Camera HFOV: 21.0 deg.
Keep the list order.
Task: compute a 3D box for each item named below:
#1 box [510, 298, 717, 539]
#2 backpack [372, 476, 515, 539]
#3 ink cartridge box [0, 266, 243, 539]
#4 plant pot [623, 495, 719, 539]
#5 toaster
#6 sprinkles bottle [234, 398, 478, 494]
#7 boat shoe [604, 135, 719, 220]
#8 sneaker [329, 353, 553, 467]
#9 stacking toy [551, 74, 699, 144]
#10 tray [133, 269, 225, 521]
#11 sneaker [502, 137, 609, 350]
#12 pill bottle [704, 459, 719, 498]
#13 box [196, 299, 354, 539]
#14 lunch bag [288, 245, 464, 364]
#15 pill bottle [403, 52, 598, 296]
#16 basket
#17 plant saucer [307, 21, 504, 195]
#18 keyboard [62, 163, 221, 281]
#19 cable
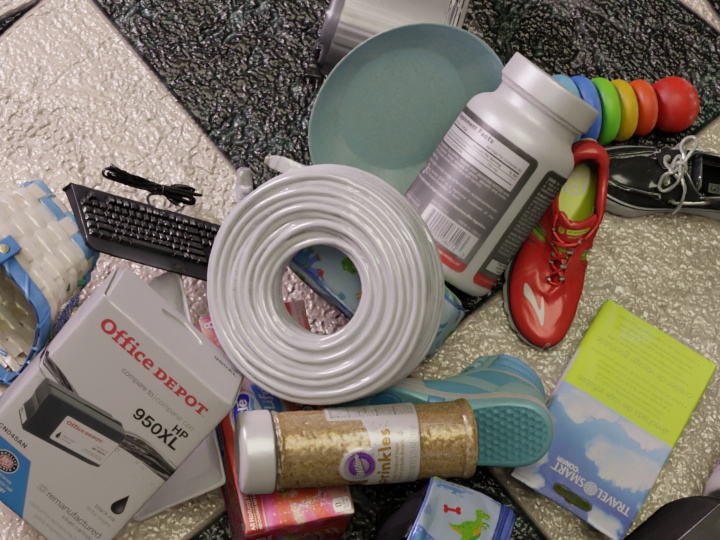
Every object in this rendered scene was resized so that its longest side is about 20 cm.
[{"bbox_3d":[0.227,0.140,1.765,0.121,0.048,0.201,31,67,5],"label":"box"},{"bbox_3d":[0.066,0.271,1.604,0.146,0.200,0.184,23,65,1],"label":"backpack"},{"bbox_3d":[-0.214,0.121,1.612,0.144,0.084,0.200,41,104,-9],"label":"ink cartridge box"},{"bbox_3d":[0.282,0.305,1.638,0.199,0.178,0.200,-35,77,-21],"label":"plant pot"},{"bbox_3d":[0.032,-0.249,1.859,0.128,0.114,0.202,18,66,-4],"label":"toaster"},{"bbox_3d":[-0.004,0.145,1.611,0.198,0.068,0.069,-3,68,-10],"label":"sprinkles bottle"},{"bbox_3d":[0.308,-0.087,1.859,0.197,0.068,0.074,13,67,-3],"label":"boat shoe"},{"bbox_3d":[0.074,0.120,1.726,0.198,0.131,0.080,7,109,5],"label":"sneaker"},{"bbox_3d":[0.235,-0.155,1.877,0.198,0.085,0.086,-7,69,-19],"label":"stacking toy"},{"bbox_3d":[-0.174,0.110,1.706,0.107,0.022,0.202,-25,68,26],"label":"tray"},{"bbox_3d":[0.184,-0.028,1.796,0.076,0.085,0.202,14,84,-4],"label":"sneaker"},{"bbox_3d":[0.402,0.150,1.755,0.112,0.112,0.201,34,66,6],"label":"pill bottle"},{"bbox_3d":[-0.078,0.139,1.691,0.099,0.096,0.202,-10,70,-12],"label":"box"},{"bbox_3d":[0.000,0.000,1.729,0.200,0.161,0.083,40,91,6],"label":"lunch bag"},{"bbox_3d":[0.122,-0.087,1.762,0.115,0.116,0.201,36,98,7],"label":"pill bottle"},{"bbox_3d":[-0.325,0.026,1.656,0.199,0.177,0.139,-35,79,-31],"label":"basket"},{"bbox_3d":[0.042,-0.144,1.800,0.199,0.203,0.039,-11,33,-13],"label":"plant saucer"},{"bbox_3d":[-0.179,-0.046,1.729,0.199,0.021,0.128,17,36,-44],"label":"keyboard"},{"bbox_3d":[-0.030,0.013,1.616,0.198,0.069,0.202,10,95,12],"label":"cable"}]
